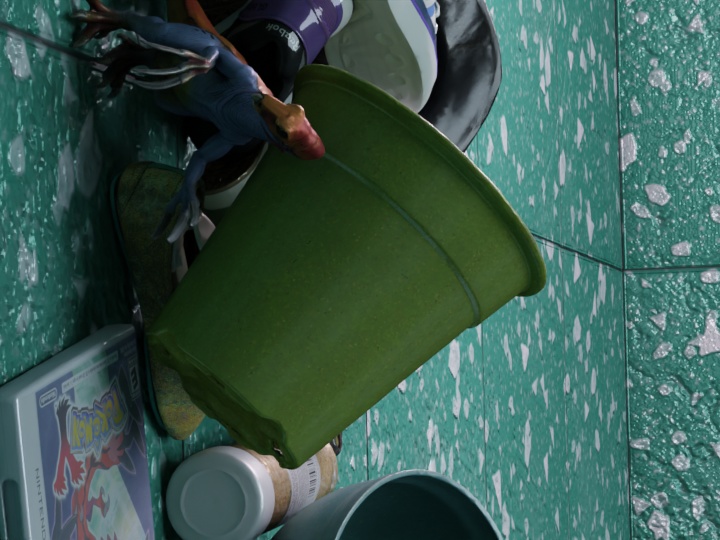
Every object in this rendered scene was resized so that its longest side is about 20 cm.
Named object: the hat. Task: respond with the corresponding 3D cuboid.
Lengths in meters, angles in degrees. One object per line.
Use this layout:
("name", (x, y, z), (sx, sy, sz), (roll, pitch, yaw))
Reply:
("hat", (0.005, -0.142, 1.805), (0.200, 0.081, 0.201), (-2, 93, -43))

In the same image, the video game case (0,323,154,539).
("video game case", (-0.162, 0.138, 1.492), (0.200, 0.023, 0.182), (-37, 124, -73))

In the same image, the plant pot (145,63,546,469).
("plant pot", (-0.024, 0.011, 1.552), (0.190, 0.200, 0.200), (-48, 149, -15))

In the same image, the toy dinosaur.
("toy dinosaur", (-0.082, -0.119, 1.521), (0.200, 0.181, 0.105), (-55, 150, -34))

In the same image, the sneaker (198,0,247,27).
("sneaker", (-0.082, -0.196, 1.766), (0.076, 0.070, 0.200), (-62, 148, -73))

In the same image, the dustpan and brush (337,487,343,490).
("dustpan and brush", (-0.049, 0.237, 1.842), (0.140, 0.057, 0.200), (70, 22, -45))

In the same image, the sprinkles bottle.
("sprinkles bottle", (-0.071, 0.146, 1.757), (0.200, 0.068, 0.068), (-7, 95, -76))

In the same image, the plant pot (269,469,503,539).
("plant pot", (-0.006, 0.239, 1.733), (0.200, 0.134, 0.200), (12, 74, -47))

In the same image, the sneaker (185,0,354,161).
("sneaker", (-0.081, -0.120, 1.666), (0.088, 0.076, 0.200), (-57, -177, -37))

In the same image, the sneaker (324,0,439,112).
("sneaker", (0.033, -0.210, 1.689), (0.147, 0.081, 0.200), (-61, 154, -27))

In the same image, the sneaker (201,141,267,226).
("sneaker", (-0.059, -0.060, 1.819), (0.200, 0.067, 0.090), (-54, 129, -57))

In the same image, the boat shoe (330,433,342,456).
("boat shoe", (-0.026, 0.086, 1.948), (0.200, 0.065, 0.073), (-75, 156, -52))

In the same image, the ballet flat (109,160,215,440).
("ballet flat", (-0.109, 0.023, 1.632), (0.071, 0.071, 0.200), (-68, 152, -58))
